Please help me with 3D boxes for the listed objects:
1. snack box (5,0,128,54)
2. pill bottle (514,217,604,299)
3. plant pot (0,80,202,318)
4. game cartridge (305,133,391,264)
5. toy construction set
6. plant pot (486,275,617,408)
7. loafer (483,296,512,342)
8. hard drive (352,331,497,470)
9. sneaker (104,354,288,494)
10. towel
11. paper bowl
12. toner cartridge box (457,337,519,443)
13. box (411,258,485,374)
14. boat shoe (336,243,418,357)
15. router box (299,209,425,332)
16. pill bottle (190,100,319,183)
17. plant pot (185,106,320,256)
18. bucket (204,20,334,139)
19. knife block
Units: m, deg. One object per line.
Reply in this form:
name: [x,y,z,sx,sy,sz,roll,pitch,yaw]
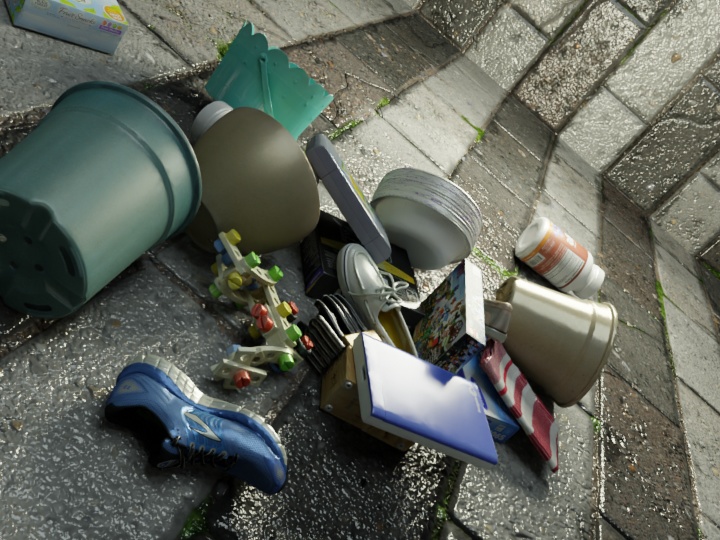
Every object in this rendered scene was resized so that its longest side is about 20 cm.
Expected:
snack box: [-0.489,-0.456,1.160,0.167,0.068,0.201,5,47,-48]
pill bottle: [0.467,-0.024,1.673,0.199,0.112,0.113,36,29,-10]
plant pot: [-0.300,-0.067,0.751,0.199,0.200,0.197,36,37,-7]
game cartridge: [-0.016,-0.110,1.087,0.201,0.040,0.134,56,12,-18]
toy construction set: [-0.127,0.057,0.873,0.131,0.091,0.202,47,26,-46]
plant pot: [0.315,0.109,1.259,0.182,0.202,0.201,26,30,-2]
loafer: [0.198,0.062,1.206,0.071,0.064,0.200,23,6,-21]
hard drive: [0.082,0.166,0.912,0.198,0.025,0.133,27,32,-26]
sneaker: [-0.164,0.171,0.707,0.198,0.079,0.090,30,37,-3]
towel: [0.257,0.204,1.138,0.201,0.023,0.144,56,20,-2]
paper bowl: [0.106,-0.077,1.252,0.199,0.200,0.105,33,67,-14]
toner cartridge box: [0.180,0.168,1.139,0.094,0.043,0.201,24,33,-28]
box: [0.130,0.087,1.094,0.037,0.137,0.201,34,29,-13]
boat shoe: [0.033,0.048,1.017,0.074,0.086,0.205,-12,79,-40]
router box: [0.000,0.000,1.142,0.198,0.052,0.158,24,34,-29]
pill bottle: [-0.167,-0.172,1.107,0.199,0.112,0.111,40,28,18]
plant pot: [-0.170,-0.098,0.960,0.200,0.201,0.134,45,54,8]
bucket: [-0.159,-0.311,1.236,0.207,0.135,0.207,40,9,-8]
knife block: [0.005,0.125,0.967,0.198,0.064,0.177,31,31,-18]
